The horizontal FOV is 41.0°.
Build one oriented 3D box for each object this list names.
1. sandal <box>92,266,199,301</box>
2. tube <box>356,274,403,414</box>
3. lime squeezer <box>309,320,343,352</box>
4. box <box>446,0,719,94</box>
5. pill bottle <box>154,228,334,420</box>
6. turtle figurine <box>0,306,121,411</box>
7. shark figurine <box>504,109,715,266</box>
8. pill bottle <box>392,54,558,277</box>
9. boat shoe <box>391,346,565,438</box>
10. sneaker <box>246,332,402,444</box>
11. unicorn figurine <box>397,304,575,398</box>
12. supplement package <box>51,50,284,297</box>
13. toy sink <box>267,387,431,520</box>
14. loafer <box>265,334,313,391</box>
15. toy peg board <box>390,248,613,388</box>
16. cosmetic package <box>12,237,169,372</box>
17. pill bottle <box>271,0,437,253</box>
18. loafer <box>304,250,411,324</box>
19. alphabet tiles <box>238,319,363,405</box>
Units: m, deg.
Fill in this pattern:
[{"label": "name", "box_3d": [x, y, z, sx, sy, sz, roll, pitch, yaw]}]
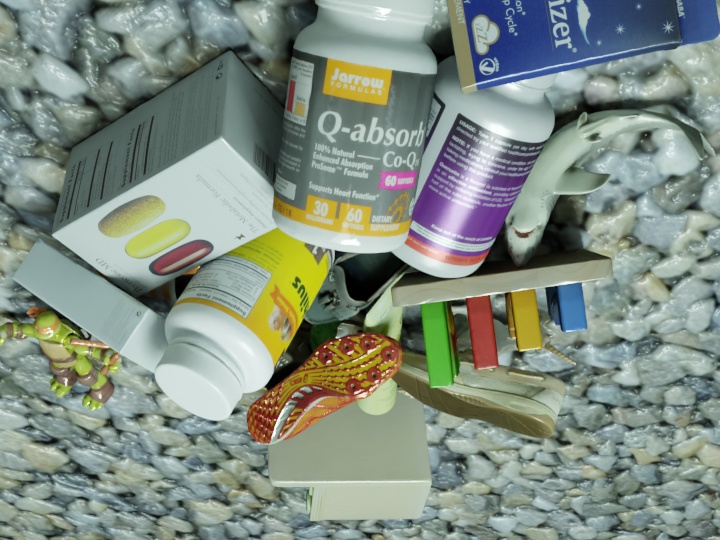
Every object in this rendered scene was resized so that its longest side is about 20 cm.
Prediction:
[{"label": "sandal", "box_3d": [-0.179, -0.005, 0.988, 0.202, 0.060, 0.080, -3, 139, 1]}, {"label": "tube", "box_3d": [0.022, 0.089, 1.096, 0.051, 0.059, 0.202, -5, 138, -8]}, {"label": "lime squeezer", "box_3d": [-0.027, 0.079, 1.111, 0.070, 0.038, 0.202, -24, 146, -25]}, {"label": "box", "box_3d": [0.161, -0.213, 0.716, 0.196, 0.124, 0.032, -10, 180, 9]}, {"label": "pill bottle", "box_3d": [-0.107, 0.033, 0.890, 0.107, 0.202, 0.110, 19, 144, 14]}, {"label": "turtle figurine", "box_3d": [-0.345, 0.088, 1.091, 0.195, 0.065, 0.163, 8, 145, 9]}, {"label": "shark figurine", "box_3d": [0.210, -0.104, 0.893, 0.212, 0.130, 0.090, -29, 162, 5]}, {"label": "pill bottle", "box_3d": [0.093, -0.102, 0.824, 0.110, 0.113, 0.202, 14, 123, -18]}, {"label": "boat shoe", "box_3d": [0.123, 0.120, 1.045, 0.197, 0.066, 0.073, 14, 153, 26]}, {"label": "sneaker", "box_3d": [-0.038, 0.122, 1.052, 0.198, 0.074, 0.077, -29, 171, 20]}, {"label": "unicorn figurine", "box_3d": [0.131, 0.092, 1.115, 0.135, 0.075, 0.200, 11, 154, -24]}, {"label": "supplement package", "box_3d": [-0.161, -0.080, 0.861, 0.197, 0.111, 0.114, -25, 135, 25]}, {"label": "toy sink", "box_3d": [-0.019, 0.231, 1.207, 0.195, 0.132, 0.113, 1, 141, -7]}, {"label": "loafer", "box_3d": [-0.088, 0.099, 1.102, 0.075, 0.069, 0.200, -21, 153, 8]}, {"label": "toy peg board", "box_3d": [0.139, 0.044, 0.944, 0.195, 0.100, 0.200, -8, -177, 7]}, {"label": "cosmetic package", "box_3d": [-0.230, 0.055, 0.962, 0.149, 0.052, 0.200, 31, 170, 25]}, {"label": "pill bottle", "box_3d": [-0.002, -0.125, 0.752, 0.114, 0.117, 0.204, 6, 106, -10]}, {"label": "loafer", "box_3d": [0.000, 0.000, 0.987, 0.072, 0.063, 0.199, 44, 123, -11]}, {"label": "alphabet tiles", "box_3d": [-0.050, 0.122, 1.184, 0.164, 0.008, 0.201, 11, 139, -14]}]
